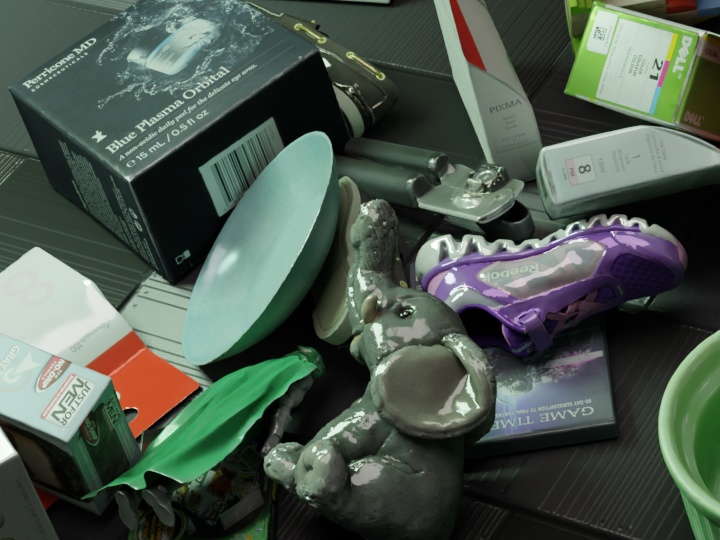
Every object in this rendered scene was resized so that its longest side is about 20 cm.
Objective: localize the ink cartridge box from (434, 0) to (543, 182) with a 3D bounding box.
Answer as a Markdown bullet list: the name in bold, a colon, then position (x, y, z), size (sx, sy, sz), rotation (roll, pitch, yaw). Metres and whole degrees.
- **ink cartridge box**: position (0.092, -0.190, 1.657), size (0.050, 0.200, 0.161), rotation (-17, 42, 0)

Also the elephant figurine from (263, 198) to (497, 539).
- **elephant figurine**: position (0.035, 0.081, 1.397), size (0.200, 0.155, 0.142), rotation (-58, 31, -3)

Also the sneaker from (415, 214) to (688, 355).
- **sneaker**: position (0.135, 0.019, 1.489), size (0.200, 0.080, 0.088), rotation (-8, 49, 17)

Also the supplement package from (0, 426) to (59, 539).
- **supplement package**: position (-0.271, 0.170, 1.383), size (0.111, 0.200, 0.156), rotation (-29, 43, -14)

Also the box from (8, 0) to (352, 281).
- **box**: position (-0.149, -0.125, 1.726), size (0.197, 0.117, 0.200), rotation (-37, 44, -18)

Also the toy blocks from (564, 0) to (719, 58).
- **toy blocks**: position (0.234, -0.223, 1.684), size (0.137, 0.200, 0.100), rotation (-9, 82, 6)

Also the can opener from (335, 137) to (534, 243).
- **can opener**: position (0.055, -0.057, 1.647), size (0.053, 0.067, 0.200), rotation (-42, 34, -26)

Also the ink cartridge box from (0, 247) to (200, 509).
- **ink cartridge box**: position (-0.247, 0.078, 1.594), size (0.163, 0.057, 0.200), rotation (-39, 41, -24)

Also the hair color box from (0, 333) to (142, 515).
- **hair color box**: position (-0.262, 0.094, 1.495), size (0.200, 0.099, 0.061), rotation (19, 58, 23)

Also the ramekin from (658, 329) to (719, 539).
- **ramekin**: position (0.295, 0.122, 1.328), size (0.200, 0.098, 0.200), rotation (-9, 41, 8)

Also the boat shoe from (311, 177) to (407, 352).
- **boat shoe**: position (0.000, 0.000, 1.580), size (0.061, 0.072, 0.201), rotation (26, 27, -18)

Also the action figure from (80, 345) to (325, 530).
- **action figure**: position (-0.090, 0.109, 1.459), size (0.118, 0.055, 0.200), rotation (-8, 23, 46)

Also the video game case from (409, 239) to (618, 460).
- **video game case**: position (0.108, 0.054, 1.524), size (0.143, 0.019, 0.200), rotation (-10, 43, 9)

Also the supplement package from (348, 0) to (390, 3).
- **supplement package**: position (-0.053, -0.331, 1.919), size (0.200, 0.120, 0.121), rotation (7, 45, 25)

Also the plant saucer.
- **plant saucer**: position (-0.065, -0.009, 1.577), size (0.201, 0.039, 0.201), rotation (-49, 22, 28)

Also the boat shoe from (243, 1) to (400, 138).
- **boat shoe**: position (-0.047, -0.179, 1.792), size (0.061, 0.072, 0.201), rotation (-36, 53, -19)

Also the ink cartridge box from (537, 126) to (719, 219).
- **ink cartridge box**: position (0.231, -0.083, 1.532), size (0.200, 0.057, 0.163), rotation (-17, -4, 3)

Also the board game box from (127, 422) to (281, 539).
- **board game box**: position (-0.110, 0.182, 1.452), size (0.105, 0.023, 0.200), rotation (-6, 42, 8)

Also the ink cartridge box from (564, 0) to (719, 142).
- **ink cartridge box**: position (0.279, -0.132, 1.569), size (0.200, 0.148, 0.076), rotation (22, 97, 34)
